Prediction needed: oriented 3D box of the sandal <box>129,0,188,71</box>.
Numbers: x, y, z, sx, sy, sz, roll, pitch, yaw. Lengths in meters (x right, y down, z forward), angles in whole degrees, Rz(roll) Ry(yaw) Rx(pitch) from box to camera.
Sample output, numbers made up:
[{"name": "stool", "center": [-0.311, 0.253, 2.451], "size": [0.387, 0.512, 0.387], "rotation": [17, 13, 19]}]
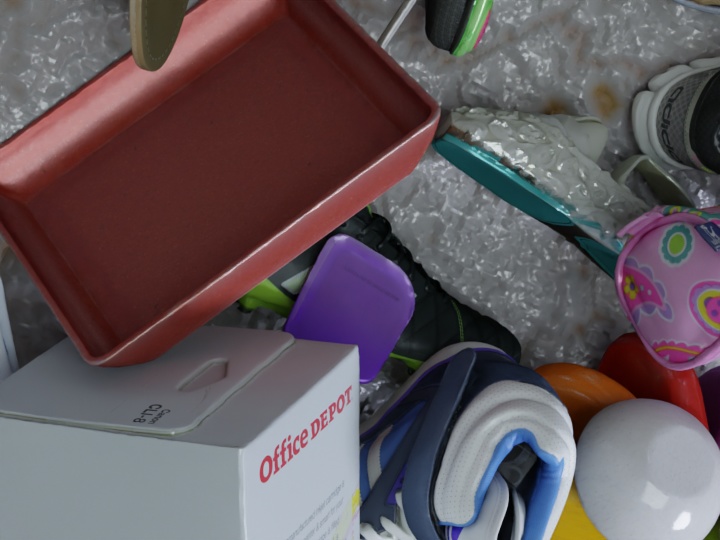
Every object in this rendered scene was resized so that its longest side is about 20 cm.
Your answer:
[{"name": "sandal", "center": [-0.118, -0.207, 1.410], "size": [0.070, 0.078, 0.212], "rotation": [8, 96, 15]}]

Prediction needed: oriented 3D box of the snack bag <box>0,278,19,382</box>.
[{"name": "snack bag", "center": [-0.240, 0.114, 1.374], "size": [0.188, 0.021, 0.200], "rotation": [-19, 120, -19]}]

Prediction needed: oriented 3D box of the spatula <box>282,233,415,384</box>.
[{"name": "spatula", "center": [-0.039, 0.079, 1.452], "size": [0.056, 0.021, 0.200], "rotation": [30, 96, -8]}]

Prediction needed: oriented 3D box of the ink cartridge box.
[{"name": "ink cartridge box", "center": [-0.088, 0.139, 1.356], "size": [0.144, 0.145, 0.200], "rotation": [7, 109, 20]}]

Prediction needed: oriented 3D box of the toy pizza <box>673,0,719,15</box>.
[{"name": "toy pizza", "center": [0.209, -0.230, 1.499], "size": [0.200, 0.032, 0.200], "rotation": [-4, 105, -14]}]

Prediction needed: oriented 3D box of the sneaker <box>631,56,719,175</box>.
[{"name": "sneaker", "center": [0.248, -0.091, 1.516], "size": [0.200, 0.087, 0.074], "rotation": [-15, 108, -11]}]

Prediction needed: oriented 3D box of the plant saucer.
[{"name": "plant saucer", "center": [-0.074, -0.050, 1.389], "size": [0.200, 0.200, 0.037], "rotation": [-36, 129, -4]}]

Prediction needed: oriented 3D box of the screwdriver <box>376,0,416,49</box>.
[{"name": "screwdriver", "center": [-0.009, -0.075, 1.426], "size": [0.029, 0.028, 0.200], "rotation": [39, 96, 1]}]

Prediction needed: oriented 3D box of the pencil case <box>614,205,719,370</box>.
[{"name": "pencil case", "center": [0.215, -0.006, 1.485], "size": [0.200, 0.087, 0.088], "rotation": [-12, 110, -46]}]

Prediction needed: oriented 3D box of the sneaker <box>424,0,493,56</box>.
[{"name": "sneaker", "center": [0.024, -0.204, 1.443], "size": [0.084, 0.077, 0.200], "rotation": [-11, 105, 6]}]

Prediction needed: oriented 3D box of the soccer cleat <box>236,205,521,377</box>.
[{"name": "soccer cleat", "center": [0.000, 0.000, 1.485], "size": [0.200, 0.068, 0.081], "rotation": [20, 98, -16]}]

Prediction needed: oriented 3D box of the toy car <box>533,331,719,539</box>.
[{"name": "toy car", "center": [0.164, 0.112, 1.527], "size": [0.200, 0.175, 0.150], "rotation": [25, 60, -19]}]

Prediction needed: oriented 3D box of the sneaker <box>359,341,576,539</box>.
[{"name": "sneaker", "center": [0.026, 0.130, 1.414], "size": [0.081, 0.146, 0.200], "rotation": [39, 95, -20]}]

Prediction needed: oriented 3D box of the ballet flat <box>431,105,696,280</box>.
[{"name": "ballet flat", "center": [0.122, -0.041, 1.512], "size": [0.200, 0.072, 0.072], "rotation": [36, 93, -27]}]
